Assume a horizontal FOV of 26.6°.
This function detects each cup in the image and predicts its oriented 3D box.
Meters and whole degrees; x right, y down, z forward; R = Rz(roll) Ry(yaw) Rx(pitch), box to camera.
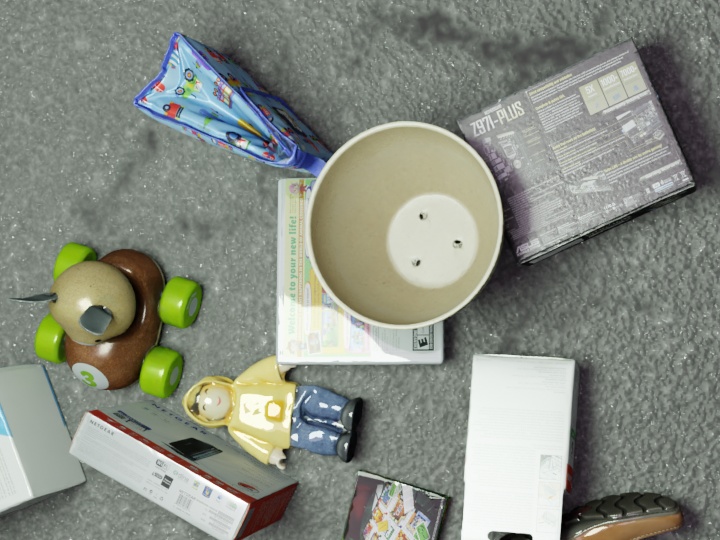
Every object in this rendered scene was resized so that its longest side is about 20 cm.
[{"bbox_3d":[0.059,-0.037,1.539,0.198,0.143,0.203,-2,83,16],"label":"cup"}]

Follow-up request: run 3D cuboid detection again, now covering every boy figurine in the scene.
[{"bbox_3d":[-0.097,0.148,1.653,0.198,0.064,0.126,13,93,10],"label":"boy figurine"}]

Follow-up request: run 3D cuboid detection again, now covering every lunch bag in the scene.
[{"bbox_3d":[-0.117,-0.152,1.617,0.199,0.150,0.095,34,97,12],"label":"lunch bag"}]

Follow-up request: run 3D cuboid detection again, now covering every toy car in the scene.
[{"bbox_3d":[-0.287,0.053,1.630,0.163,0.200,0.160,16,93,13],"label":"toy car"}]

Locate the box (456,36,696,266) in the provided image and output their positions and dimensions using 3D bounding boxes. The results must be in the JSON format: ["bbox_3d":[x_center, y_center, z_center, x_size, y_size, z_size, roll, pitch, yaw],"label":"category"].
[{"bbox_3d":[0.222,-0.118,1.567,0.198,0.086,0.165,-25,84,12],"label":"box"}]

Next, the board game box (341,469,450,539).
[{"bbox_3d":[0.022,0.326,1.642,0.104,0.023,0.202,15,92,11],"label":"board game box"}]

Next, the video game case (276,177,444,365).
[{"bbox_3d":[0.000,0.000,1.632,0.180,0.022,0.203,-1,82,7],"label":"video game case"}]

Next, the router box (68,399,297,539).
[{"bbox_3d":[-0.184,0.209,1.614,0.198,0.179,0.049,27,95,12],"label":"router box"}]

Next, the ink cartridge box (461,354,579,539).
[{"bbox_3d":[0.164,0.191,1.574,0.108,0.050,0.203,2,77,15],"label":"ink cartridge box"}]

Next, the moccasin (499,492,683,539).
[{"bbox_3d":[0.237,0.286,1.566,0.200,0.074,0.078,-24,97,9],"label":"moccasin"}]

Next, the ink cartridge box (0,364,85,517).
[{"bbox_3d":[-0.441,0.211,1.693,0.198,0.146,0.148,-23,84,12],"label":"ink cartridge box"}]
